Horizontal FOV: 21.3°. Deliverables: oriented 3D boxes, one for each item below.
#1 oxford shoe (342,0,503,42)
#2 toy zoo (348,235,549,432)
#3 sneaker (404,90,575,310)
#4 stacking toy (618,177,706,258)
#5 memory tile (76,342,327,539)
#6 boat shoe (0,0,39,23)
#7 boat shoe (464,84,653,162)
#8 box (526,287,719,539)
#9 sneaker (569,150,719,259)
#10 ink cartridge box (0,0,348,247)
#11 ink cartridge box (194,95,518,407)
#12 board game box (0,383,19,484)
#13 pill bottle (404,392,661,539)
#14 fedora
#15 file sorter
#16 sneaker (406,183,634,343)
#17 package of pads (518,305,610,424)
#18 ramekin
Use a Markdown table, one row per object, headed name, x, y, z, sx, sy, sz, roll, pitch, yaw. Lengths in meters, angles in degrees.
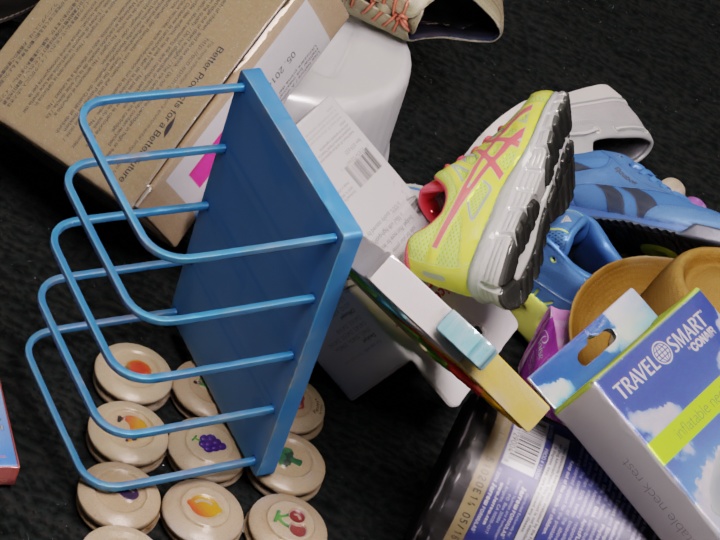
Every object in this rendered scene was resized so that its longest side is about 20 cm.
| name | x | y | z | sx | sy | sz | roll | pitch | yaw |
| --- | --- | --- | --- | --- | --- | --- | --- | --- | --- |
| oxford shoe | 0.016 | -0.205 | 1.357 | 0.199 | 0.071 | 0.075 | 3 | 49 | -22 |
| toy zoo | 0.035 | 0.026 | 1.084 | 0.131 | 0.020 | 0.200 | 44 | -3 | -21 |
| sneaker | 0.085 | -0.057 | 1.250 | 0.090 | 0.078 | 0.200 | 6 | 38 | 22 |
| stacking toy | 0.278 | 0.022 | 1.387 | 0.200 | 0.086 | 0.085 | 37 | 41 | 10 |
| memory tile | -0.091 | 0.125 | 1.130 | 0.152 | 0.017 | 0.201 | 13 | 41 | -14 |
| boat shoe | -0.307 | -0.180 | 1.328 | 0.199 | 0.067 | 0.057 | -6 | 64 | -26 |
| boat shoe | 0.152 | -0.087 | 1.457 | 0.069 | 0.072 | 0.200 | 44 | 34 | 23 |
| box | 0.201 | 0.103 | 1.092 | 0.200 | 0.048 | 0.122 | 51 | 48 | 5 |
| sneaker | 0.190 | -0.051 | 1.332 | 0.199 | 0.066 | 0.079 | 14 | 67 | 39 |
| ink cartridge box | -0.132 | -0.141 | 1.255 | 0.164 | 0.075 | 0.200 | 33 | 81 | 27 |
| ink cartridge box | 0.000 | 0.000 | 1.246 | 0.200 | 0.067 | 0.116 | 50 | 40 | -5 |
| board game box | -0.298 | 0.079 | 1.073 | 0.199 | 0.020 | 0.103 | 2 | 43 | -25 |
| pill bottle | 0.136 | 0.159 | 1.132 | 0.199 | 0.112 | 0.112 | 25 | 39 | 1 |
| fedora | 0.229 | 0.050 | 1.204 | 0.199 | 0.082 | 0.201 | 13 | 45 | -13 |
| file sorter | -0.104 | 0.010 | 1.084 | 0.122 | 0.201 | 0.139 | -9 | 49 | -30 |
| sneaker | 0.109 | -0.021 | 1.323 | 0.200 | 0.105 | 0.076 | 34 | 43 | 11 |
| package of pads | 0.206 | 0.103 | 1.259 | 0.199 | 0.076 | 0.121 | 13 | 41 | -13 |
| ramekin | -0.060 | -0.141 | 1.377 | 0.199 | 0.098 | 0.201 | 14 | 40 | -12 |
